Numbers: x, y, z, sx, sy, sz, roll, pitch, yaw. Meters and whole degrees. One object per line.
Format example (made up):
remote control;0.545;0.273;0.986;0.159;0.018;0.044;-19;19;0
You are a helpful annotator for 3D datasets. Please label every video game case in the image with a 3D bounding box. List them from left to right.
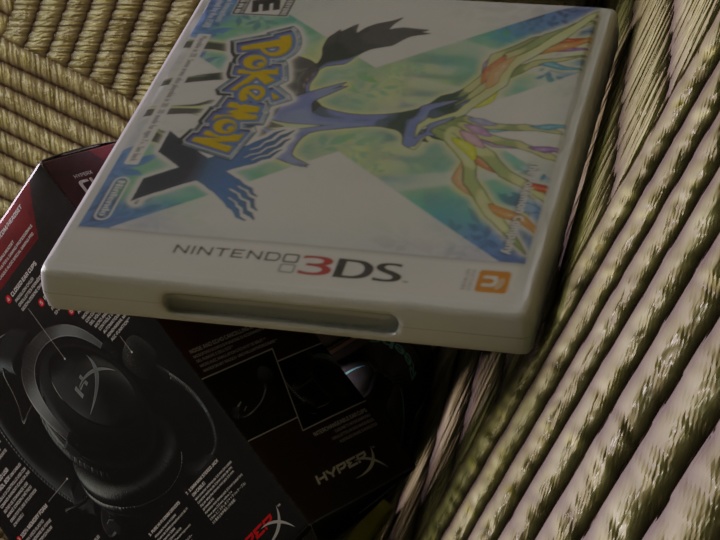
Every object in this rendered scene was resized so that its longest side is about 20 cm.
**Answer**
video game case;-0.004;-0.047;0.734;0.200;0.181;0.022;-68;-22;-48

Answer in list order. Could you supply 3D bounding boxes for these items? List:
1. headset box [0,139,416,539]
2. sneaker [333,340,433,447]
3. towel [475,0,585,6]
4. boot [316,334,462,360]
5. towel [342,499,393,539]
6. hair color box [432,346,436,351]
headset box;-0.096;0.054;0.784;0.077;0.200;0.149;-19;-24;-51
sneaker;-0.034;0.109;0.884;0.079;0.075;0.201;-80;16;-67
towel;0.038;-0.135;0.916;0.199;0.037;0.148;-19;-13;-15
boot;-0.016;-0.004;0.820;0.200;0.075;0.074;-8;64;61
towel;-0.080;0.076;0.849;0.086;0.200;0.018;-54;-18;14
hair color box;0.000;0.000;0.947;0.061;0.100;0.200;-70;6;-50
